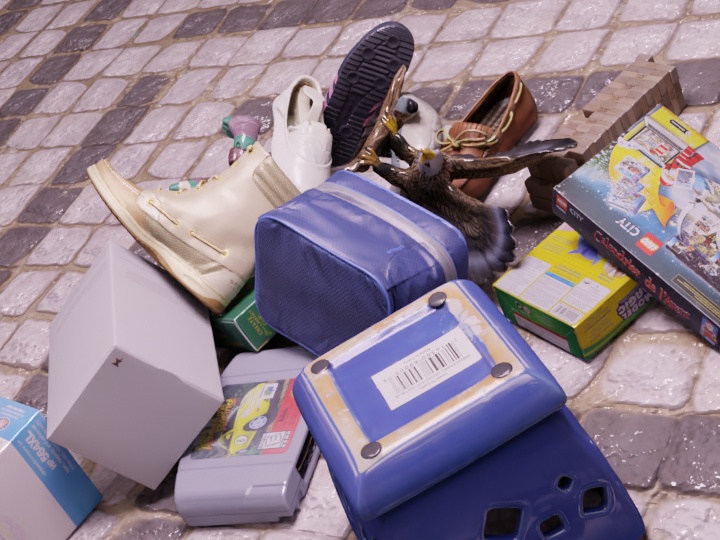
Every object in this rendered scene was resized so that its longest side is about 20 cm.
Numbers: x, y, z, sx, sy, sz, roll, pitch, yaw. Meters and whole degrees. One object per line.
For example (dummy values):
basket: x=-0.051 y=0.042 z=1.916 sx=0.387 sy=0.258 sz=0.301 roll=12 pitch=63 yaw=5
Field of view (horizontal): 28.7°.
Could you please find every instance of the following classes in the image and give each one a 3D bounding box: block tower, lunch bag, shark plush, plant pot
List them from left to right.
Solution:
lunch bag: x=0.000 y=0.000 z=1.305 sx=0.200 sy=0.136 sz=0.132 roll=32 pitch=45 yaw=32
shark plush: x=0.037 y=-0.165 z=1.596 sx=0.083 sy=0.091 sz=0.200 roll=-56 pitch=38 yaw=11
plant pot: x=0.070 y=0.136 z=1.076 sx=0.199 sy=0.180 sz=0.200 roll=-30 pitch=33 yaw=-3
block tower: x=0.251 y=-0.139 z=1.425 sx=0.200 sy=0.054 sz=0.058 roll=-44 pitch=38 yaw=-22

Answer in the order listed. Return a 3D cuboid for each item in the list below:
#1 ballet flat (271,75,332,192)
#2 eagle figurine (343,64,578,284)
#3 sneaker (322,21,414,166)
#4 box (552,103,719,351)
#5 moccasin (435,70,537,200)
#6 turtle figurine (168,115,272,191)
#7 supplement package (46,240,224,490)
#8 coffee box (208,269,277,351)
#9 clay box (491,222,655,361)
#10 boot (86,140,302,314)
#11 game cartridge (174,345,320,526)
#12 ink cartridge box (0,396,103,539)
ballet flat: x=-0.061 y=-0.150 z=1.534 sx=0.069 sy=0.070 sz=0.200 roll=-21 pitch=39 yaw=8
eagle figurine: x=0.090 y=-0.087 z=1.352 sx=0.199 sy=0.152 sz=0.151 roll=24 pitch=25 yaw=14
sneaker: x=0.000 y=-0.216 z=1.602 sx=0.200 sy=0.070 sz=0.082 roll=-53 pitch=17 yaw=36
box: x=0.284 y=-0.041 z=1.217 sx=0.136 sy=0.038 sz=0.200 roll=-38 pitch=61 yaw=-16
moccasin: x=0.119 y=-0.133 z=1.482 sx=0.073 sy=0.078 sz=0.201 roll=19 pitch=57 yaw=43
turtle figurine: x=-0.135 y=-0.062 z=1.508 sx=0.100 sy=0.150 sz=0.201 roll=4 pitch=54 yaw=17
supplement package: x=-0.219 y=0.087 z=1.340 sx=0.120 sy=0.121 sz=0.200 roll=-51 pitch=25 yaw=17
coffee box: x=-0.075 y=0.003 z=1.441 sx=0.200 sy=0.044 sz=0.123 roll=-44 pitch=20 yaw=-24
clay box: x=0.231 y=-0.014 z=1.279 sx=0.200 sy=0.048 sz=0.115 roll=-38 pitch=37 yaw=-18
boot: x=-0.160 y=-0.077 z=1.395 sx=0.200 sy=0.073 sz=0.156 roll=43 pitch=87 yaw=15
game cartridge: x=-0.094 y=0.147 z=1.300 sx=0.132 sy=0.041 sz=0.201 roll=-12 pitch=37 yaw=28
ink cartridge box: x=-0.368 y=0.228 z=1.296 sx=0.128 sy=0.126 sz=0.200 roll=10 pitch=48 yaw=42
